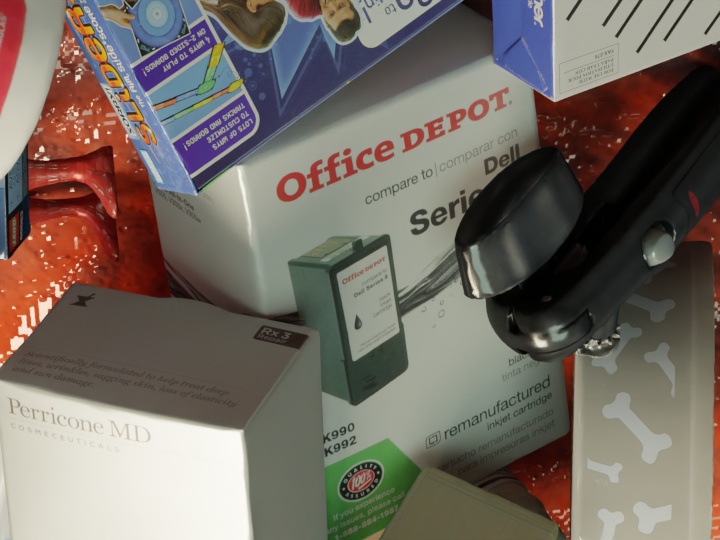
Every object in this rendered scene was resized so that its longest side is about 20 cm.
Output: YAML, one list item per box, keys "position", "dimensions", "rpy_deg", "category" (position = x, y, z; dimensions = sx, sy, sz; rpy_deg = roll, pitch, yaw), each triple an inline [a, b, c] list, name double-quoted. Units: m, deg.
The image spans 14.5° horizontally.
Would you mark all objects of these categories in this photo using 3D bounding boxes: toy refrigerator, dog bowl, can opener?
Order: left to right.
- position: [0.035, 0.181, 1.220]
  dimensions: [0.070, 0.076, 0.200]
  rpy_deg: [23, 142, 14]
  category: "toy refrigerator"
- position: [0.121, 0.081, 1.231]
  dimensions: [0.059, 0.200, 0.200]
  rpy_deg: [1, 123, 4]
  category: "dog bowl"
- position: [0.116, -0.030, 1.170]
  dimensions: [0.200, 0.063, 0.079]
  rpy_deg: [-38, 132, -37]
  category: "can opener"

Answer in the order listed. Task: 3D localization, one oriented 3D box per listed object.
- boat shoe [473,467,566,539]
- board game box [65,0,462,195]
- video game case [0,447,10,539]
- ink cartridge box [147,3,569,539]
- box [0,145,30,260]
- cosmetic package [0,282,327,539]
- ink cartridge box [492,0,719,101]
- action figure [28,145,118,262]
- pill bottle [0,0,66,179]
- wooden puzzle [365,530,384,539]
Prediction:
- position: [0.058, 0.188, 1.328]
  dimensions: [0.071, 0.070, 0.200]
  rpy_deg: [-11, 126, -37]
  category: "boat shoe"
- position: [-0.025, -0.139, 1.078]
  dimensions: [0.200, 0.034, 0.135]
  rpy_deg: [-37, 113, -23]
  category: "board game box"
- position: [-0.102, 0.131, 1.255]
  dimensions: [0.182, 0.023, 0.200]
  rpy_deg: [-10, 125, -42]
  category: "video game case"
- position: [0.000, 0.000, 1.184]
  dimensions: [0.146, 0.084, 0.200]
  rpy_deg: [-26, 126, -24]
  category: "ink cartridge box"
- position: [-0.229, -0.079, 1.090]
  dimensions: [0.200, 0.038, 0.137]
  rpy_deg: [3, 109, 8]
  category: "box"
- position: [-0.076, 0.113, 1.143]
  dimensions: [0.113, 0.081, 0.200]
  rpy_deg: [9, 125, 20]
  category: "cosmetic package"
- position: [0.144, -0.144, 1.131]
  dimensions: [0.200, 0.044, 0.094]
  rpy_deg: [-22, 127, -27]
  category: "ink cartridge box"
- position: [-0.198, 0.006, 1.167]
  dimensions: [0.200, 0.099, 0.065]
  rpy_deg: [-4, 152, -6]
  category: "action figure"
- position: [-0.210, -0.096, 0.959]
  dimensions: [0.200, 0.111, 0.111]
  rpy_deg: [11, 120, -28]
  category: "pill bottle"
- position: [-0.033, 0.170, 1.315]
  dimensions: [0.200, 0.037, 0.185]
  rpy_deg: [-16, 128, -33]
  category: "wooden puzzle"
